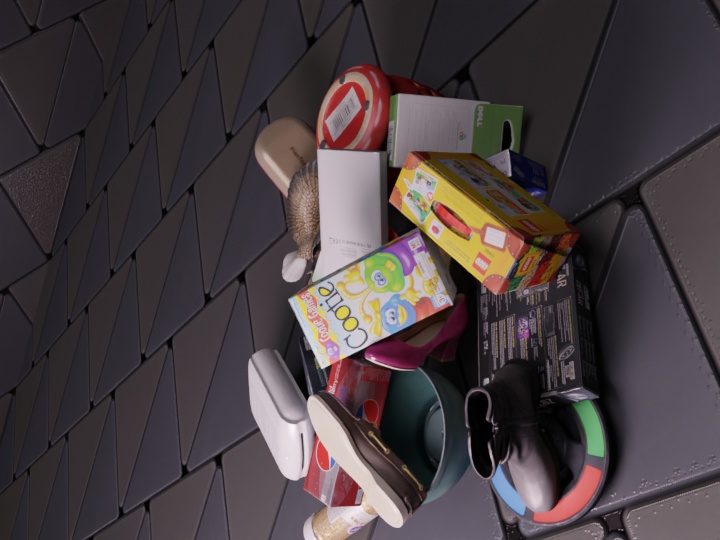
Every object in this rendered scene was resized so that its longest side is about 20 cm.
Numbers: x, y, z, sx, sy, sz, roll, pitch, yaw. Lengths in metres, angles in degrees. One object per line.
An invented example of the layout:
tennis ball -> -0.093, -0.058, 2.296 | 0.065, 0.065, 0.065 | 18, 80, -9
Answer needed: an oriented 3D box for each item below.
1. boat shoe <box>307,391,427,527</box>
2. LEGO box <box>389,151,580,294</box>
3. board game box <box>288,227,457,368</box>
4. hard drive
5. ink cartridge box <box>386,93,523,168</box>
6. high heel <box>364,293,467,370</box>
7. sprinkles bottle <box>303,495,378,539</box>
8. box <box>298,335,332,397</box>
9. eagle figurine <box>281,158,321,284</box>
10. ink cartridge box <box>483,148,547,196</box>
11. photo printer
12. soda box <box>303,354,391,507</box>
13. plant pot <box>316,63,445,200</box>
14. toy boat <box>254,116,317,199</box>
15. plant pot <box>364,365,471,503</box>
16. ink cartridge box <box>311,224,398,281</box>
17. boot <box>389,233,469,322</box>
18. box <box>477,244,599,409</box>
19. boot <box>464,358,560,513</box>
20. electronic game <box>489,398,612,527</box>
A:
boat shoe -> 0.007, 0.237, 0.931 | 0.200, 0.059, 0.073 | 48, 145, 19
LEGO box -> 0.158, -0.068, 0.905 | 0.200, 0.147, 0.079 | 44, 123, 32
board game box -> 0.019, 0.032, 0.953 | 0.196, 0.105, 0.105 | -27, 93, 14
hard drive -> -0.012, -0.084, 1.104 | 0.130, 0.026, 0.206 | 11, 109, 40
ink cartridge box -> 0.139, -0.202, 1.065 | 0.059, 0.194, 0.107 | -141, 55, -77
high heel -> 0.082, 0.080, 0.969 | 0.067, 0.197, 0.099 | 20, 103, 45
sprinkles bottle -> -0.015, 0.393, 1.164 | 0.200, 0.067, 0.069 | -47, 49, 31
box -> -0.056, 0.224, 1.171 | 0.201, 0.050, 0.161 | -113, 14, -58
eagle figurine -> -0.071, -0.080, 1.290 | 0.147, 0.204, 0.153 | 5, 39, 14
ink cartridge box -> 0.170, -0.116, 1.061 | 0.197, 0.092, 0.046 | -21, 66, 45
photo printer -> -0.143, 0.269, 1.301 | 0.201, 0.068, 0.170 | 51, 147, 44
soda box -> -0.018, 0.226, 1.011 | 0.069, 0.062, 0.206 | 14, 90, 50
plant pot -> 0.037, -0.228, 1.182 | 0.197, 0.179, 0.207 | -12, 73, 45
toy boat -> -0.121, -0.203, 1.411 | 0.130, 0.131, 0.201 | -37, 76, -11
plant pot -> 0.092, 0.239, 1.030 | 0.198, 0.132, 0.207 | -17, 67, 46
ink cartridge box -> 0.000, 0.000, 1.151 | 0.162, 0.049, 0.202 | 49, 143, 25
boot -> 0.088, 0.033, 1.149 | 0.198, 0.065, 0.180 | 8, 83, 52
box -> 0.231, 0.080, 0.948 | 0.158, 0.043, 0.205 | -24, 52, 41
boot -> 0.175, 0.219, 0.851 | 0.069, 0.130, 0.206 | -11, 98, 39
electronic game -> 0.239, 0.230, 0.931 | 0.197, 0.041, 0.206 | -17, 67, 46
